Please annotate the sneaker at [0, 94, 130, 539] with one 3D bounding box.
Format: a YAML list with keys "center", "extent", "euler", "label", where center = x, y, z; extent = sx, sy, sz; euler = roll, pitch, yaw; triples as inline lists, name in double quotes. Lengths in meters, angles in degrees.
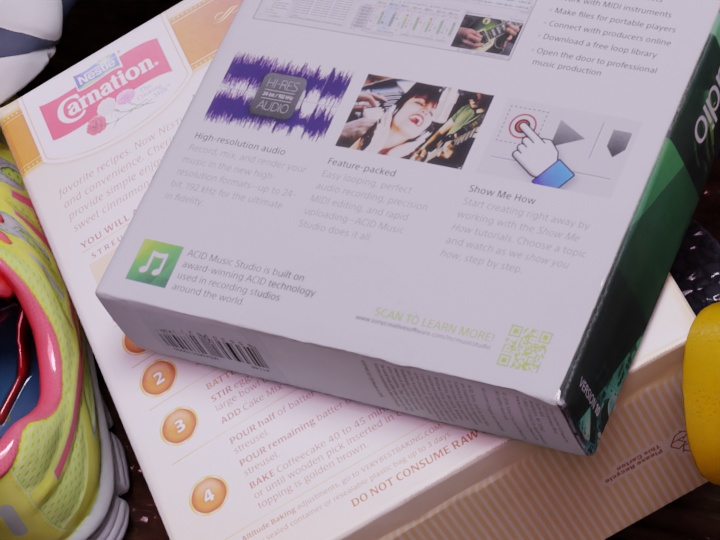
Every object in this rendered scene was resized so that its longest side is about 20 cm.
- center: [-0.124, -0.002, 0.824]
  extent: [0.078, 0.090, 0.200]
  euler: [-24, 65, 1]
  label: "sneaker"

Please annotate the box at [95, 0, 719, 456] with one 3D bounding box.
- center: [0.032, -0.055, 0.726]
  extent: [0.144, 0.036, 0.200]
  euler: [13, 66, 29]
  label: "box"

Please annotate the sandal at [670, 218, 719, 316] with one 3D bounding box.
- center: [0.034, 0.010, 0.825]
  extent: [0.200, 0.045, 0.075]
  euler: [8, 63, 28]
  label: "sandal"

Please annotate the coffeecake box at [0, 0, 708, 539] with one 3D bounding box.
- center: [0.000, 0.000, 0.771]
  extent: [0.153, 0.073, 0.200]
  euler: [-30, 53, 4]
  label: "coffeecake box"

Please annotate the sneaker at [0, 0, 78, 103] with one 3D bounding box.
- center: [-0.108, -0.152, 0.834]
  extent: [0.079, 0.130, 0.199]
  euler: [17, 48, 39]
  label: "sneaker"

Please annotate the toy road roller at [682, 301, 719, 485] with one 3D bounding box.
- center: [0.185, 0.066, 0.696]
  extent: [0.123, 0.200, 0.146]
  euler: [-1, 93, 40]
  label: "toy road roller"
